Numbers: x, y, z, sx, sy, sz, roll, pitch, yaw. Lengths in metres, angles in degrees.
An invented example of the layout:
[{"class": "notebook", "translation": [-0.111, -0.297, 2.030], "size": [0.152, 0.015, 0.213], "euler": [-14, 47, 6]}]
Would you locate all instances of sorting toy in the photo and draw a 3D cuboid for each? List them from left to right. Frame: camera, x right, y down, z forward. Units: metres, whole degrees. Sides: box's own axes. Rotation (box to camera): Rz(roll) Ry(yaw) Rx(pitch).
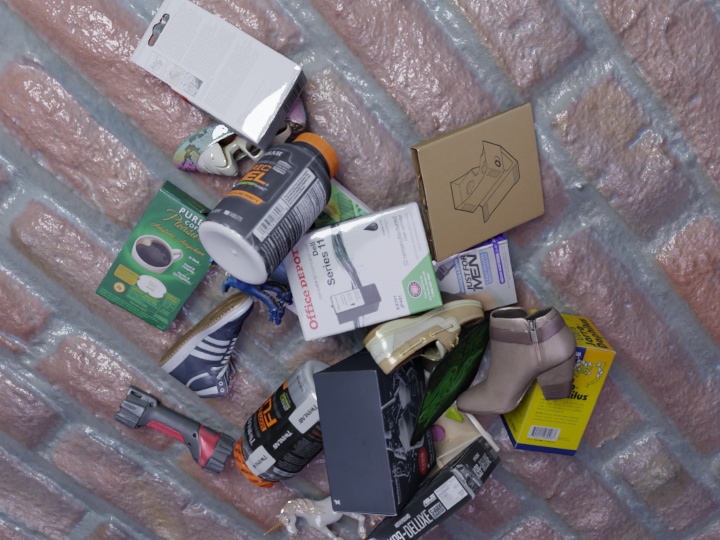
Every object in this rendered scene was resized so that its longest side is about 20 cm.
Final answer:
[{"class": "sorting toy", "translation": [0.100, 0.253, 1.017], "size": [0.199, 0.107, 0.181], "euler": [-34, 101, 19]}]

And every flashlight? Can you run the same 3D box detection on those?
[{"class": "flashlight", "translation": [-0.312, 0.271, 1.014], "size": [0.198, 0.068, 0.068], "euler": [29, 139, -13]}]

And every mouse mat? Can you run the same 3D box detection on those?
[{"class": "mouse mat", "translation": [0.141, 0.154, 0.891], "size": [0.007, 0.199, 0.163], "euler": [30, 129, 27]}]

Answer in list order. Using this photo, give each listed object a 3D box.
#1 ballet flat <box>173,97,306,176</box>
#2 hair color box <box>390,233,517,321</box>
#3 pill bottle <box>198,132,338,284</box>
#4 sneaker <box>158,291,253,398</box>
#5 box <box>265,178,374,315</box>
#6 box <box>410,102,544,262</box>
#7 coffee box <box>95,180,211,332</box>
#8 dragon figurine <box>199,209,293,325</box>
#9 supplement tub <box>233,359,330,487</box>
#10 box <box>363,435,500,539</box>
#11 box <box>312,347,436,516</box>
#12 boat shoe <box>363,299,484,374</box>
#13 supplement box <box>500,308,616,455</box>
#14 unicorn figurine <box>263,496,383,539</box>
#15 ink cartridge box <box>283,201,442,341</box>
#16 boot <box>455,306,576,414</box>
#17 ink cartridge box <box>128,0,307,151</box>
[{"class": "ballet flat", "translation": [-0.161, -0.171, 0.815], "size": [0.198, 0.072, 0.069], "euler": [-27, 158, 6]}, {"class": "hair color box", "translation": [0.131, 0.016, 0.926], "size": [0.197, 0.065, 0.111], "euler": [-15, 115, 5]}, {"class": "pill bottle", "translation": [-0.106, -0.088, 0.774], "size": [0.105, 0.201, 0.107], "euler": [25, 149, 17]}, {"class": "sneaker", "translation": [-0.214, 0.123, 0.948], "size": [0.199, 0.070, 0.109], "euler": [-37, 106, 20]}, {"class": "box", "translation": [-0.062, -0.028, 0.909], "size": [0.144, 0.036, 0.200], "euler": [36, 106, -17]}, {"class": "box", "translation": [0.168, -0.123, 0.842], "size": [0.198, 0.021, 0.166], "euler": [-24, 115, -20]}, {"class": "coffee box", "translation": [-0.288, -0.017, 0.896], "size": [0.122, 0.044, 0.201], "euler": [32, 109, -17]}, {"class": "dragon figurine", "translation": [-0.151, -0.012, 0.841], "size": [0.098, 0.059, 0.202], "euler": [3, 129, 17]}, {"class": "supplement tub", "translation": [-0.109, 0.252, 0.984], "size": [0.122, 0.123, 0.200], "euler": [39, 106, -18]}, {"class": "box", "translation": [0.108, 0.344, 0.904], "size": [0.050, 0.157, 0.200], "euler": [49, 112, 15]}, {"class": "box", "translation": [0.028, 0.227, 0.904], "size": [0.103, 0.182, 0.203], "euler": [-7, 93, 26]}, {"class": "boat shoe", "translation": [0.099, 0.095, 0.852], "size": [0.198, 0.067, 0.074], "euler": [-16, 156, -26]}, {"class": "supplement box", "translation": [0.311, 0.182, 0.985], "size": [0.108, 0.109, 0.203], "euler": [8, 114, -7]}, {"class": "unicorn figurine", "translation": [-0.059, 0.453, 1.113], "size": [0.199, 0.074, 0.138], "euler": [-36, 103, -3]}, {"class": "ink cartridge box", "translation": [0.000, 0.000, 0.842], "size": [0.197, 0.083, 0.149], "euler": [-16, 96, 5]}, {"class": "boot", "translation": [0.217, 0.128, 0.888], "size": [0.197, 0.070, 0.148], "euler": [-15, 108, 20]}, {"class": "ink cartridge box", "translation": [-0.179, -0.253, 0.769], "size": [0.198, 0.050, 0.110], "euler": [32, 90, 5]}]
